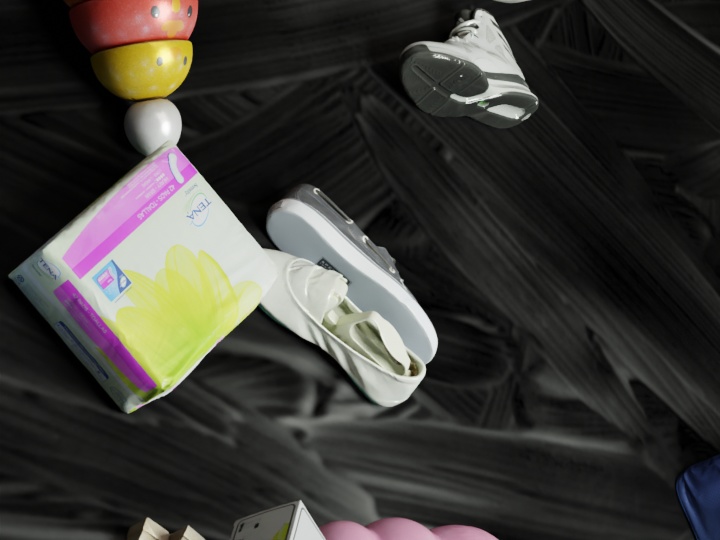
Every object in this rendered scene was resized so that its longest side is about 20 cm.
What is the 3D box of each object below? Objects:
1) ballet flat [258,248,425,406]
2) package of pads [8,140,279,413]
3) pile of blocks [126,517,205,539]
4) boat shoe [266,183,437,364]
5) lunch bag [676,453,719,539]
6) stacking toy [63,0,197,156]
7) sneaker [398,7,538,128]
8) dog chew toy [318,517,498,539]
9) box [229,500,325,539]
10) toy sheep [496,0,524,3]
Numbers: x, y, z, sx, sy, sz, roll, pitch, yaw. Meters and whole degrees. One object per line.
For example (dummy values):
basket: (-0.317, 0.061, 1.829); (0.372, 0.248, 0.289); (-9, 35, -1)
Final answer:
ballet flat: (-0.018, 0.040, 1.663); (0.200, 0.069, 0.069); (43, 42, -17)
package of pads: (-0.166, 0.005, 1.531); (0.155, 0.068, 0.200); (51, 41, -8)
pile of blocks: (-0.123, 0.275, 1.407); (0.082, 0.062, 0.200); (-14, 76, -49)
boat shoe: (0.000, 0.000, 1.712); (0.200, 0.070, 0.066); (42, 43, -8)
lunch bag: (0.432, 0.235, 1.949); (0.200, 0.132, 0.136); (-10, 73, -49)
stacking toy: (-0.186, -0.195, 1.618); (0.146, 0.146, 0.200); (-13, 93, -49)
sneaker: (0.095, -0.221, 1.955); (0.200, 0.076, 0.115); (16, 46, -49)
dog chew toy: (0.035, 0.256, 1.543); (0.200, 0.125, 0.125); (20, 52, -27)
box: (-0.034, 0.288, 1.434); (0.200, 0.060, 0.117); (60, 23, -23)
toy sheep: (0.163, -0.354, 2.052); (0.138, 0.138, 0.200); (55, 36, -3)
